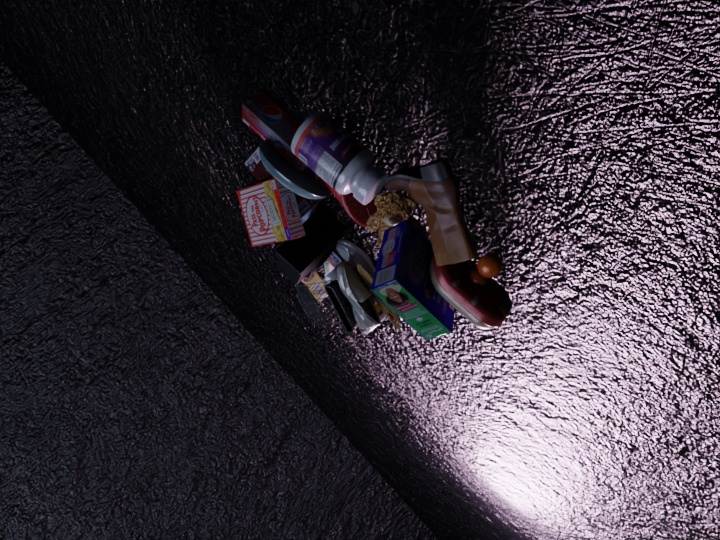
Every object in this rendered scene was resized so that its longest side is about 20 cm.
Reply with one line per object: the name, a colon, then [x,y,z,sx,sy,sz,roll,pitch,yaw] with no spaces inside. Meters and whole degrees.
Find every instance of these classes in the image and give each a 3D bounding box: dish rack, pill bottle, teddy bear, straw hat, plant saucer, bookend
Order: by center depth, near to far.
pill bottle: [-0.041,-0.234,1.328,0.200,0.111,0.112,41,158,8]
teddy bear: [0.078,-0.093,1.410,0.144,0.067,0.200,36,154,4]
plant saucer: [-0.161,-0.232,1.485,0.199,0.027,0.201,35,-159,-16]
straw hat: [0.080,0.047,1.623,0.202,0.085,0.201,56,173,11]
bookend: [-0.156,-0.041,1.706,0.092,0.199,0.200,40,149,3]
dish rack: [-0.104,0.100,1.759,0.198,0.055,0.155,-6,117,43]
pill bottle: [-0.016,0.076,1.791,0.200,0.109,0.109,47,158,-1]

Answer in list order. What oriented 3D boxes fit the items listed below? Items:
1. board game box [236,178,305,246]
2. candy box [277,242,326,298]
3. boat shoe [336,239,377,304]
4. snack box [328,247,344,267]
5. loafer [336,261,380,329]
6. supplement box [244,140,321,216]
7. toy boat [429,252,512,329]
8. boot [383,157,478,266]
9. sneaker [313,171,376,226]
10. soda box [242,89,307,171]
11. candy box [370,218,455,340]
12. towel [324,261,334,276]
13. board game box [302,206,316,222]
board game box: [-0.228,-0.147,1.579,0.199,0.046,0.153,-7,101,51]
candy box: [-0.179,-0.004,1.997,0.201,0.055,0.115,55,176,-22]
boat shoe: [0.000,0.001,1.721,0.203,0.065,0.074,51,157,-14]
snack box: [-0.123,-0.094,1.824,0.200,0.024,0.072,48,154,-6]
loafer: [-0.002,0.064,1.684,0.069,0.070,0.202,-11,113,37]
supplement box: [-0.195,-0.231,1.601,0.201,0.061,0.109,52,136,-3]
toy boat: [0.241,0.013,1.287,0.200,0.130,0.131,41,127,6]
boot: [0.137,-0.108,1.235,0.187,0.068,0.202,-6,108,47]
sneaker: [-0.039,-0.194,1.472,0.201,0.078,0.115,60,167,-15]
soda box: [-0.186,-0.327,1.472,0.200,0.070,0.064,43,154,8]
candy box: [0.123,0.022,1.337,0.077,0.171,0.200,-22,129,38]
towel: [-0.033,0.053,1.916,0.199,0.031,0.150,37,157,18]
board game box: [-0.190,-0.195,1.720,0.151,0.037,0.200,42,148,7]
